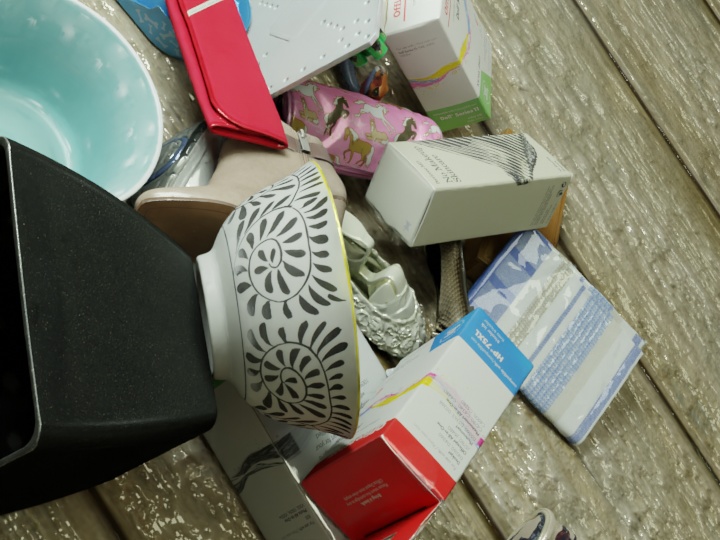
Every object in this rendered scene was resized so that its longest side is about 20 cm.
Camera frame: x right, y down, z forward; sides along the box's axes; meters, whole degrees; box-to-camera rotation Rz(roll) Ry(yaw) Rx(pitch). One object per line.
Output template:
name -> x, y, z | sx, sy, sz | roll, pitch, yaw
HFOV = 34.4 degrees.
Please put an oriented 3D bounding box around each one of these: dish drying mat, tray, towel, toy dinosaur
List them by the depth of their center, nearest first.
dish drying mat -> -0.119, -0.183, 1.013 | 0.076, 0.018, 0.201 | 11, 41, -34
towel -> 0.197, 0.064, 1.201 | 0.200, 0.024, 0.147 | 45, 66, -12
toy dinosaur -> -0.014, -0.266, 1.219 | 0.183, 0.104, 0.200 | 64, 32, -15
tray -> 0.172, -0.055, 1.276 | 0.098, 0.037, 0.201 | 34, 49, -19

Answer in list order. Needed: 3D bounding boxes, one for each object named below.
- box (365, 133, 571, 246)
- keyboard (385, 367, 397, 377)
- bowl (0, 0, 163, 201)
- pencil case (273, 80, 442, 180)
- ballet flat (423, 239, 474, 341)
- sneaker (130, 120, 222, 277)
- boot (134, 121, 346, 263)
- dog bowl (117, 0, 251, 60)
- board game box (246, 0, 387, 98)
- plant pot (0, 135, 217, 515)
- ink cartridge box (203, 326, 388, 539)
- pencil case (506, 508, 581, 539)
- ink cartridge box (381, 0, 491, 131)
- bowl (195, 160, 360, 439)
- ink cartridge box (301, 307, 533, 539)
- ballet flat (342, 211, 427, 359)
box -> 0.108, -0.082, 1.138 | 0.198, 0.069, 0.082 | -10, 45, -42
keyboard -> 0.074, 0.107, 1.060 | 0.200, 0.011, 0.057 | -1, 66, -67
bowl -> -0.264, -0.111, 0.903 | 0.199, 0.105, 0.203 | 20, 53, -29
pencil case -> -0.010, -0.130, 1.141 | 0.198, 0.087, 0.083 | 8, 17, -36
ballet flat -> 0.080, 0.014, 1.128 | 0.046, 0.068, 0.201 | -6, 45, -1
sneaker -> -0.154, -0.044, 0.992 | 0.087, 0.074, 0.202 | 43, 46, -34
boot -> -0.098, -0.074, 0.969 | 0.198, 0.070, 0.148 | 20, 45, -33
dog bowl -> -0.192, -0.285, 1.106 | 0.201, 0.049, 0.111 | 50, 45, -4
board game box -> -0.050, -0.229, 1.079 | 0.026, 0.198, 0.202 | 43, 39, -36
plant pot -> -0.212, 0.059, 0.795 | 0.176, 0.198, 0.202 | 14, 55, -47
ink cartridge box -> -0.047, 0.119, 0.957 | 0.145, 0.084, 0.201 | -26, 83, -46
pencil case -> 0.205, 0.306, 1.058 | 0.200, 0.078, 0.090 | 44, 31, -10
ink cartridge box -> 0.077, -0.258, 1.234 | 0.200, 0.067, 0.118 | 52, 34, -48
bowl -> -0.066, 0.028, 0.834 | 0.093, 0.201, 0.203 | -9, 68, -11
ink cartridge box -> 0.035, 0.128, 0.874 | 0.067, 0.116, 0.200 | 47, 47, -4
ballet flat -> 0.000, 0.000, 1.082 | 0.200, 0.072, 0.072 | 47, 45, -8
